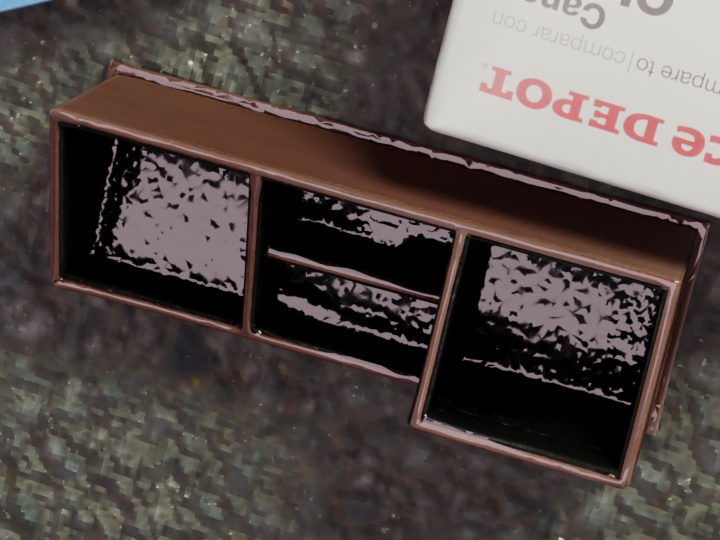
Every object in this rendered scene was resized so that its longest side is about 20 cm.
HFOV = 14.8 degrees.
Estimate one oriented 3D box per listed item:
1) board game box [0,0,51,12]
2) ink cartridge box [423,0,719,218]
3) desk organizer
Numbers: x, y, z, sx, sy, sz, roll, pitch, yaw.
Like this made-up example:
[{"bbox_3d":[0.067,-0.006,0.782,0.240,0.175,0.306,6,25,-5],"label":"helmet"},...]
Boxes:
[{"bbox_3d":[-0.122,-0.180,0.853,0.152,0.040,0.201,-12,100,14],"label":"board game box"},{"bbox_3d":[0.115,-0.119,0.793,0.144,0.083,0.201,18,108,8],"label":"ink cartridge box"},{"bbox_3d":[0.000,0.000,0.850,0.199,0.077,0.072,15,105,7],"label":"desk organizer"}]
